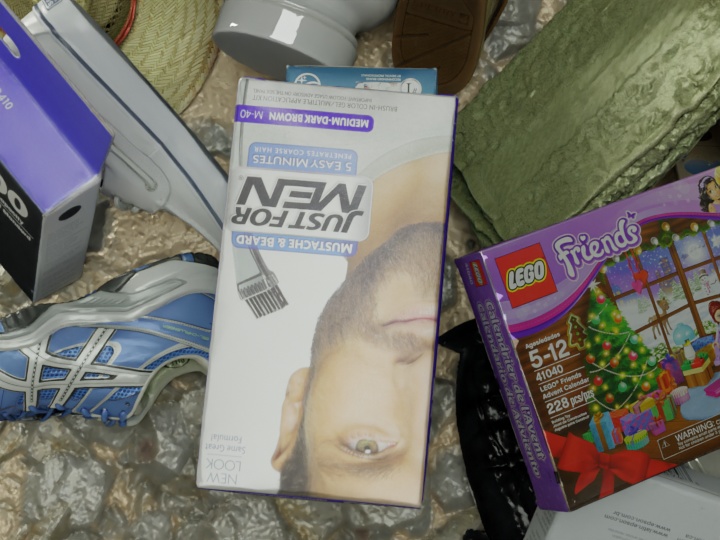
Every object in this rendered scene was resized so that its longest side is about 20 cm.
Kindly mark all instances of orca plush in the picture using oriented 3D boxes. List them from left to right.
[{"bbox_3d":[0.107,0.115,0.842,0.105,0.071,0.200,-9,82,-1],"label":"orca plush"}]

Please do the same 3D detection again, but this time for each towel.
[{"bbox_3d":[0.133,-0.092,0.833,0.200,0.036,0.148,-47,41,13],"label":"towel"}]

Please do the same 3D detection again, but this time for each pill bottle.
[{"bbox_3d":[-0.016,-0.215,0.872,0.112,0.112,0.200,19,82,3],"label":"pill bottle"}]

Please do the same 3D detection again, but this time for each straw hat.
[{"bbox_3d":[-0.182,-0.174,0.880,0.201,0.085,0.201,0,81,0],"label":"straw hat"}]

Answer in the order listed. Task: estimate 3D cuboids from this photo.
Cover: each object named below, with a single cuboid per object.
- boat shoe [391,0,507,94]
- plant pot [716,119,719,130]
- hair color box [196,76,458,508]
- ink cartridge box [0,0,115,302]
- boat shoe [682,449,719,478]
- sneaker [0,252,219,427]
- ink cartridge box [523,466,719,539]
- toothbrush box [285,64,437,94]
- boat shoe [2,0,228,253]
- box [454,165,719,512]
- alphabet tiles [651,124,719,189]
[{"bbox_3d":[0.071,-0.202,0.850,0.072,0.072,0.200,21,119,14],"label":"boat shoe"},{"bbox_3d":[0.319,-0.131,0.798,0.200,0.175,0.200,7,67,-17],"label":"plant pot"},{"bbox_3d":[-0.014,0.012,0.717,0.109,0.065,0.200,5,84,2],"label":"hair color box"},{"bbox_3d":[-0.221,-0.096,0.812,0.043,0.200,0.198,-37,82,-26],"label":"ink cartridge box"},{"bbox_3d":[0.168,0.068,0.855,0.074,0.060,0.200,-29,86,-44],"label":"boat shoe"},{"bbox_3d":[-0.165,0.059,0.849,0.200,0.076,0.077,-23,78,-2],"label":"sneaker"},{"bbox_3d":[0.171,0.210,0.813,0.196,0.043,0.200,19,105,-9],"label":"ink cartridge box"},{"bbox_3d":[0.000,0.000,0.823,0.085,0.146,0.200,0,83,1],"label":"toothbrush box"},{"bbox_3d":[-0.131,-0.069,0.850,0.065,0.074,0.200,-40,108,1],"label":"boat shoe"},{"bbox_3d":[0.162,0.026,0.758,0.200,0.039,0.137,-20,90,-19],"label":"box"},{"bbox_3d":[0.221,-0.031,0.851,0.200,0.008,0.167,2,56,-8],"label":"alphabet tiles"}]
